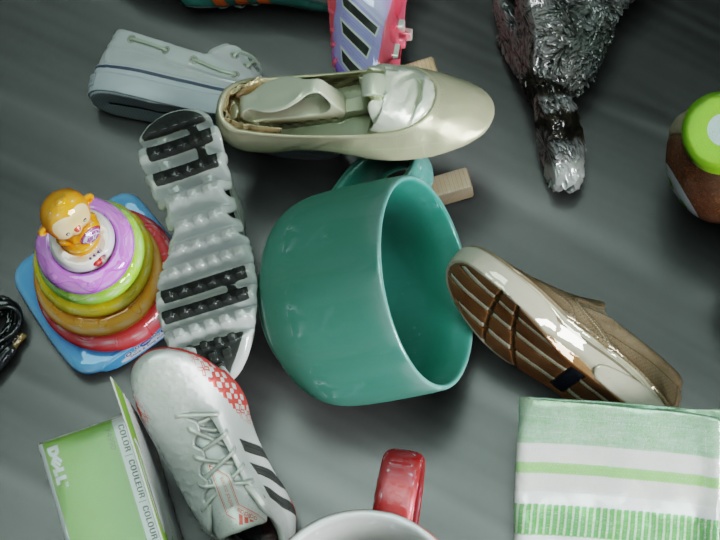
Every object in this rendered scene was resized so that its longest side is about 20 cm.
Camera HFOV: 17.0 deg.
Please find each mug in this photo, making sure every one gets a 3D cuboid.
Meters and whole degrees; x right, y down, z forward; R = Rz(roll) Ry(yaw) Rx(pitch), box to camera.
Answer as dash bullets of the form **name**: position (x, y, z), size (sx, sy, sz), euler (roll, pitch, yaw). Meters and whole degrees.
- **mug**: position (0.020, 0.229, 1.599), size (0.133, 0.200, 0.178), euler (39, 78, 14)
- **mug**: position (0.002, 0.011, 1.704), size (0.114, 0.185, 0.153), euler (-12, 109, 25)

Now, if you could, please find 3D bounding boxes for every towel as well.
- **towel**: position (0.180, 0.192, 1.664), size (0.151, 0.023, 0.202), euler (3, 92, 5)

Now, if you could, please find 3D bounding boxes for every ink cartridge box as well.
- **ink cartridge box**: position (-0.165, 0.170, 1.627), size (0.075, 0.200, 0.149), euler (-18, 72, -3)

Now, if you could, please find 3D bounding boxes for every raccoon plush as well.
- **raccoon plush**: position (0.178, -0.168, 1.797), size (0.133, 0.097, 0.201), euler (-12, 101, -15)

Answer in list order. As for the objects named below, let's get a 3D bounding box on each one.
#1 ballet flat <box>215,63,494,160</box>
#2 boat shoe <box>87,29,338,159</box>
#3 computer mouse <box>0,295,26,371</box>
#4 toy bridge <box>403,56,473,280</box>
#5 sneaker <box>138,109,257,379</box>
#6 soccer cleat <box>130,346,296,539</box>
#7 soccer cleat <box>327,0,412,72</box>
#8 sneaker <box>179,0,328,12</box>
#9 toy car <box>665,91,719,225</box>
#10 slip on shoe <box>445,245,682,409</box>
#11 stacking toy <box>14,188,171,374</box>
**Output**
- **ballet flat**: position (-0.008, -0.114, 1.688), size (0.198, 0.069, 0.070), euler (-4, 72, 10)
- **boat shoe**: position (-0.103, -0.137, 1.787), size (0.199, 0.074, 0.067), euler (14, 74, 8)
- **computer mouse**: position (-0.343, 0.019, 1.767), size (0.200, 0.044, 0.110), euler (38, 79, 13)
- **toy bridge**: position (0.050, -0.055, 1.777), size (0.067, 0.027, 0.201), euler (-16, 72, 1)
- **sneaker**: position (-0.105, -0.011, 1.704), size (0.075, 0.081, 0.201), euler (-11, 70, 9)
- **soccer cleat**: position (-0.096, 0.135, 1.643), size (0.068, 0.201, 0.085), euler (-22, 36, 8)
- **soccer cleat**: position (0.001, -0.194, 1.777), size (0.076, 0.067, 0.201), euler (6, 75, 10)
- **sneaker**: position (-0.093, -0.232, 1.826), size (0.199, 0.080, 0.072), euler (17, 57, -12)
- **toy car**: position (0.283, -0.009, 1.690), size (0.157, 0.164, 0.202), euler (8, 86, 9)
- **slip on shoe**: position (0.147, 0.043, 1.698), size (0.200, 0.076, 0.061), euler (38, 61, -7)
- **stacking toy**: position (-0.189, -0.014, 1.686), size (0.116, 0.200, 0.110), euler (-35, 74, -7)
